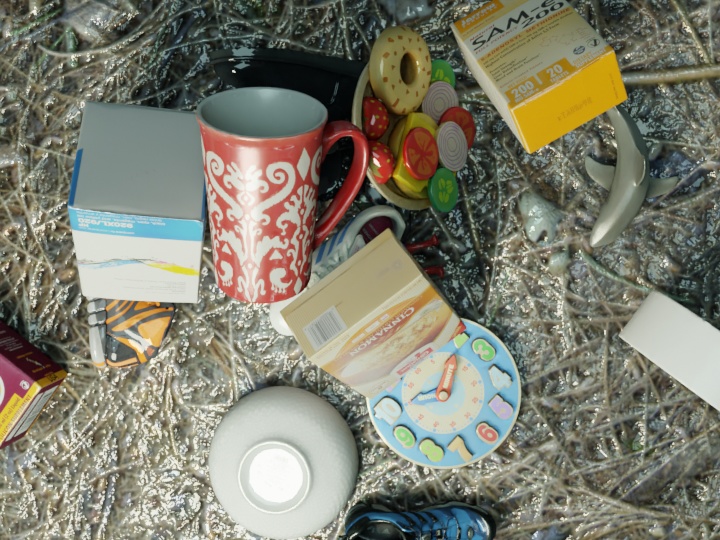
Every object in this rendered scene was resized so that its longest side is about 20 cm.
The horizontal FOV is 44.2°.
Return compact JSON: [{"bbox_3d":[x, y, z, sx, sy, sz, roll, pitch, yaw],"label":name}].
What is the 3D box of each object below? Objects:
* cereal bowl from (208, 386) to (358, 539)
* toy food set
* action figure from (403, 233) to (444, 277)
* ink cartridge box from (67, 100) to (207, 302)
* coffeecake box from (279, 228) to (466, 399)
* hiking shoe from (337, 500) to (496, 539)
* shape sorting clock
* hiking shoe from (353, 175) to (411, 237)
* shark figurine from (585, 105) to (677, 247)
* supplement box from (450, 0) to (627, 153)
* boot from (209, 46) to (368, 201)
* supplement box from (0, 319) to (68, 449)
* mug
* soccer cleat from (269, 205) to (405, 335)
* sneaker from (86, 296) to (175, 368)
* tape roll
[{"bbox_3d":[-0.104,0.255,1.143,0.198,0.083,0.202,1,95,7],"label":"cereal bowl"},{"bbox_3d":[0.066,-0.171,1.052,0.048,0.197,0.201,-4,66,43],"label":"toy food set"},{"bbox_3d":[0.000,0.000,1.106,0.198,0.099,0.066,-11,91,9],"label":"action figure"},{"bbox_3d":[-0.252,-0.072,1.037,0.143,0.200,0.148,4,60,-10],"label":"ink cartridge box"},{"bbox_3d":[0.022,0.058,1.029,0.153,0.200,0.073,-37,62,5],"label":"coffeecake box"},{"bbox_3d":[0.074,0.341,1.130,0.198,0.087,0.075,-4,95,6],"label":"hiking shoe"},{"bbox_3d":[0.106,0.157,1.135,0.198,0.039,0.202,1,95,6],"label":"shape sorting clock"},{"bbox_3d":[0.002,-0.132,1.103,0.100,0.076,0.202,-12,94,3],"label":"hiking shoe"},{"bbox_3d":[0.315,-0.146,1.067,0.127,0.090,0.216,-16,95,5],"label":"shark figurine"},{"bbox_3d":[0.199,-0.242,1.015,0.125,0.201,0.074,-30,133,7],"label":"supplement box"},{"bbox_3d":[-0.078,-0.161,1.012,0.199,0.076,0.170,0,96,-32],"label":"boot"},{"bbox_3d":[-0.507,0.126,1.170,0.200,0.086,0.111,38,98,2],"label":"supplement box"},{"bbox_3d":[-0.083,-0.074,0.944,0.176,0.134,0.201,5,122,1],"label":"mug"},{"bbox_3d":[-0.028,-0.004,1.029,0.200,0.086,0.070,-45,100,-9],"label":"soccer cleat"},{"bbox_3d":[-0.297,0.023,1.154,0.111,0.078,0.202,-6,89,-8],"label":"sneaker"},{"bbox_3d":[0.400,0.108,1.022,0.202,0.202,0.071,35,97,2],"label":"tape roll"}]
